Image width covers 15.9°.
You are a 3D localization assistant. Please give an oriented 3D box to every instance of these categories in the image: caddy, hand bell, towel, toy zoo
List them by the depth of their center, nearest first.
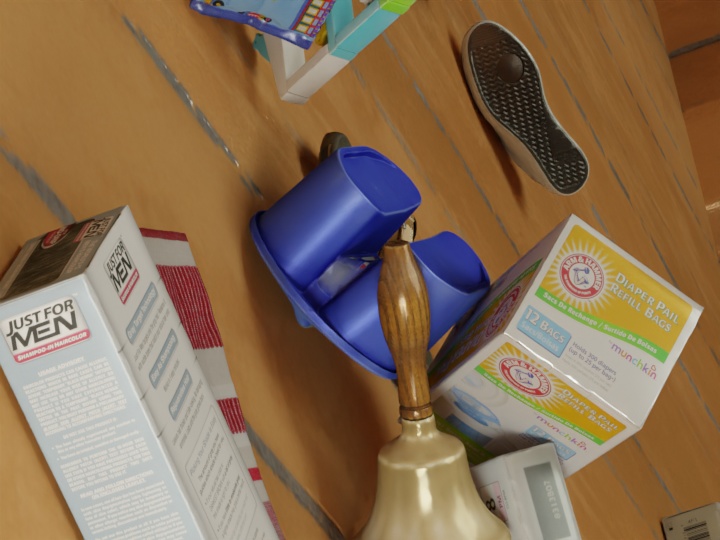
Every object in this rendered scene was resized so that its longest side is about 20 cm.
[{"bbox_3d":[-0.091,0.071,1.416,0.144,0.023,0.202,9,62,-75],"label":"towel"},{"bbox_3d":[0.034,0.079,1.602,0.104,0.103,0.202,-61,146,-71],"label":"hand bell"},{"bbox_3d":[0.000,0.000,1.694,0.142,0.105,0.200,48,12,7],"label":"caddy"},{"bbox_3d":[-0.017,-0.203,1.746,0.020,0.200,0.132,12,57,-33],"label":"toy zoo"}]

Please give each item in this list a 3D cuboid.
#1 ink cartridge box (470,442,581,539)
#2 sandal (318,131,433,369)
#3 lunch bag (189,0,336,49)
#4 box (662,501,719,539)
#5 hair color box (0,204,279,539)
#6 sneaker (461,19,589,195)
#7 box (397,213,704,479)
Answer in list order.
[{"bbox_3d":[0.089,0.216,1.720,0.057,0.200,0.164,-11,80,-32],"label":"ink cartridge box"},{"bbox_3d":[0.021,-0.012,1.876,0.082,0.054,0.201,-58,128,-72],"label":"sandal"},{"bbox_3d":[-0.051,-0.277,1.739,0.093,0.151,0.201,17,37,-22],"label":"lunch bag"},{"bbox_3d":[0.393,0.325,2.809,0.200,0.068,0.083,44,30,-60],"label":"box"},{"bbox_3d":[-0.109,0.081,1.256,0.099,0.060,0.201,-71,141,-68],"label":"hair color box"},{"bbox_3d":[0.149,-0.162,2.573,0.201,0.073,0.085,59,-13,-20],"label":"sneaker"},{"bbox_3d":[0.122,0.063,1.696,0.112,0.200,0.102,35,63,-6],"label":"box"}]
